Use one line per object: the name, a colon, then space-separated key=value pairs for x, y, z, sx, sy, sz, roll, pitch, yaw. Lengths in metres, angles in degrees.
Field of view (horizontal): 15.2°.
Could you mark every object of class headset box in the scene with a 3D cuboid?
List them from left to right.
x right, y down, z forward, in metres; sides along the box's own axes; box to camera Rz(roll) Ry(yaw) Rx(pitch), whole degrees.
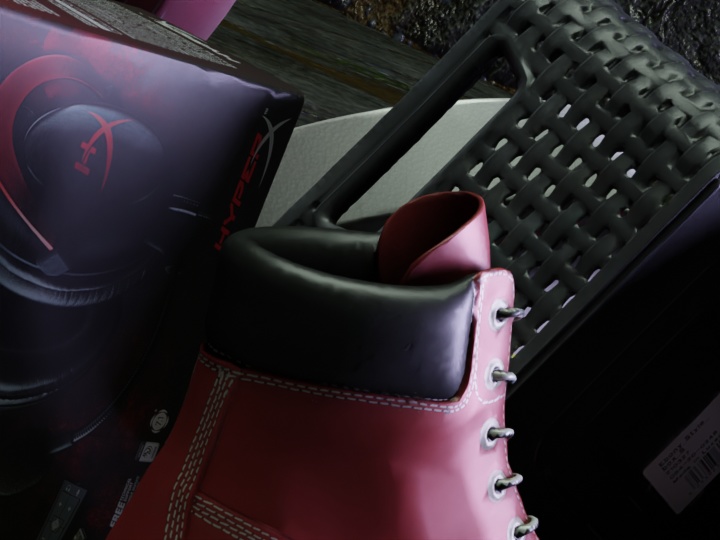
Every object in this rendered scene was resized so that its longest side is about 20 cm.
headset box: x=-0.126 y=-0.006 z=0.652 sx=0.075 sy=0.149 sz=0.200 roll=28 pitch=10 yaw=40

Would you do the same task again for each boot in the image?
boot: x=0.037 y=0.061 z=0.664 sx=0.199 sy=0.145 sz=0.072 roll=18 pitch=8 yaw=-32

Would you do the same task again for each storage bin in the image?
storage bin: x=0.072 y=0.024 z=0.793 sx=0.094 sy=0.135 sz=0.200 roll=44 pitch=-2 yaw=35

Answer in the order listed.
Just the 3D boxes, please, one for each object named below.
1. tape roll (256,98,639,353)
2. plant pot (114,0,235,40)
tape roll: x=0.000 y=0.000 z=0.896 sx=0.202 sy=0.037 sz=0.203 roll=-11 pitch=-18 yaw=-4
plant pot: x=-0.142 y=-0.136 z=0.754 sx=0.199 sy=0.201 sz=0.179 roll=24 pitch=11 yaw=17
